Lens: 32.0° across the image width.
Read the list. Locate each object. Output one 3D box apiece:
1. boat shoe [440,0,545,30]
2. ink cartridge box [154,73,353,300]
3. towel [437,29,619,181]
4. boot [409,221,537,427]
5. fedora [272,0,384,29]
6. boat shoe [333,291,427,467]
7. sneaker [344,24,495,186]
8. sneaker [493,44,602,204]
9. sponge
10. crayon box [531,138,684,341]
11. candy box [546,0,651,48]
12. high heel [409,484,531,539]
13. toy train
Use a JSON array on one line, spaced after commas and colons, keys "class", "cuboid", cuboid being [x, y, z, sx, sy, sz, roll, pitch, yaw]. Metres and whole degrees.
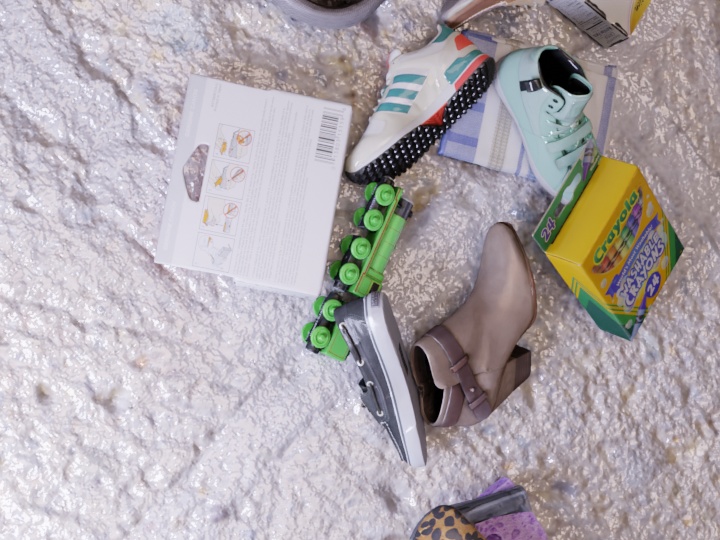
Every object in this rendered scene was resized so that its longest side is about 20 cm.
[{"class": "boat shoe", "cuboid": [0.173, -0.308, 1.324, 0.072, 0.198, 0.076, 47, 31, -22]}, {"class": "ink cartridge box", "cuboid": [-0.108, -0.085, 1.283, 0.170, 0.044, 0.204, 11, 84, -4]}, {"class": "towel", "cuboid": [0.188, -0.176, 1.390, 0.197, 0.024, 0.150, 12, 86, -14]}, {"class": "boot", "cuboid": [0.114, 0.063, 1.315, 0.145, 0.070, 0.204, -17, 102, -34]}, {"class": "fedora", "cuboid": [-0.047, -0.347, 1.290, 0.175, 0.090, 0.202, -31, 102, -15]}, {"class": "boat shoe", "cuboid": [0.024, 0.115, 1.294, 0.056, 0.069, 0.203, -12, 112, 11]}, {"class": "sneaker", "cuboid": [0.047, -0.179, 1.332, 0.199, 0.070, 0.094, -42, 68, -2]}, {"class": "sneaker", "cuboid": [0.220, -0.147, 1.326, 0.073, 0.118, 0.202, -37, 100, -13]}, {"class": "sponge", "cuboid": [0.171, 0.338, 1.355, 0.111, 0.030, 0.201, -37, 98, -15]}, {"class": "crayon box", "cuboid": [0.269, -0.029, 1.339, 0.127, 0.051, 0.200, -57, 137, -12]}, {"class": "candy box", "cuboid": [0.245, -0.365, 1.396, 0.199, 0.061, 0.138, 34, 78, -13]}, {"class": "high heel", "cuboid": [0.133, 0.333, 1.286, 0.140, 0.071, 0.203, -12, 75, -23]}, {"class": "toy train", "cuboid": [0.000, 0.000, 1.308, 0.056, 0.042, 0.203, 27, 85, -24]}]
